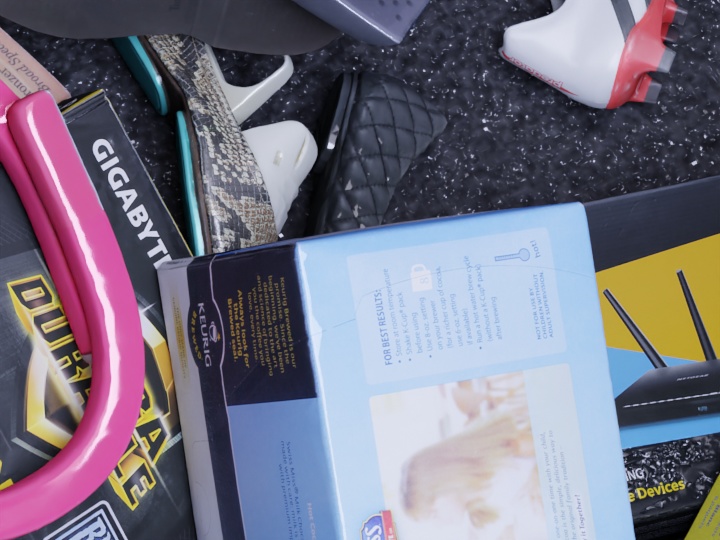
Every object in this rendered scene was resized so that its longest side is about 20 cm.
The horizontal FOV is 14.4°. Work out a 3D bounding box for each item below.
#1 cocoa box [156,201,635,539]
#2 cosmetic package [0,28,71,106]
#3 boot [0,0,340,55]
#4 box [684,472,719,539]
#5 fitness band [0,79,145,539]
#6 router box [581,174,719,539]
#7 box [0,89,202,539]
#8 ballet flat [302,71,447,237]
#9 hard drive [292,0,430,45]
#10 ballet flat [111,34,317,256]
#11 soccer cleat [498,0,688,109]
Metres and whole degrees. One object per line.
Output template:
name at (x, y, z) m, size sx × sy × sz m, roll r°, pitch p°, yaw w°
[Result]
cocoa box at (0.017, 0.082, 1.115) m, size 0.133 × 0.131 × 0.200 m, roll -8°, pitch 89°, yaw -28°
cosmetic package at (-0.226, -0.027, 1.181) m, size 0.103 × 0.087 × 0.200 m, roll 41°, pitch 63°, yaw 6°
boot at (-0.104, -0.145, 1.220) m, size 0.200 × 0.074 × 0.075 m, roll 11°, pitch 36°, yaw -25°
box at (0.231, 0.060, 1.198) m, size 0.117 × 0.048 × 0.200 m, roll 26°, pitch 91°, yaw -26°
fitness band at (-0.162, 0.006, 1.075) m, size 0.144 × 0.037 × 0.200 m, roll -25°, pitch 95°, yaw -27°
router box at (0.133, 0.041, 1.251) m, size 0.200 × 0.051 × 0.149 m, roll -12°, pitch 69°, yaw -18°
box at (-0.125, 0.052, 1.139) m, size 0.160 × 0.049 × 0.200 m, roll -33°, pitch 102°, yaw -28°
ballet flat at (0.000, 0.000, 1.234) m, size 0.057 × 0.066 × 0.200 m, roll 16°, pitch 63°, yaw -11°
hard drive at (-0.037, -0.193, 1.193) m, size 0.200 × 0.042 × 0.135 m, roll 40°, pitch 59°, yaw -10°
ballet flat at (-0.062, -0.072, 1.251) m, size 0.075 × 0.068 × 0.200 m, roll -17°, pitch 67°, yaw -8°
soccer cleat at (0.122, -0.167, 1.344) m, size 0.085 × 0.069 × 0.200 m, roll 18°, pitch 64°, yaw 0°
